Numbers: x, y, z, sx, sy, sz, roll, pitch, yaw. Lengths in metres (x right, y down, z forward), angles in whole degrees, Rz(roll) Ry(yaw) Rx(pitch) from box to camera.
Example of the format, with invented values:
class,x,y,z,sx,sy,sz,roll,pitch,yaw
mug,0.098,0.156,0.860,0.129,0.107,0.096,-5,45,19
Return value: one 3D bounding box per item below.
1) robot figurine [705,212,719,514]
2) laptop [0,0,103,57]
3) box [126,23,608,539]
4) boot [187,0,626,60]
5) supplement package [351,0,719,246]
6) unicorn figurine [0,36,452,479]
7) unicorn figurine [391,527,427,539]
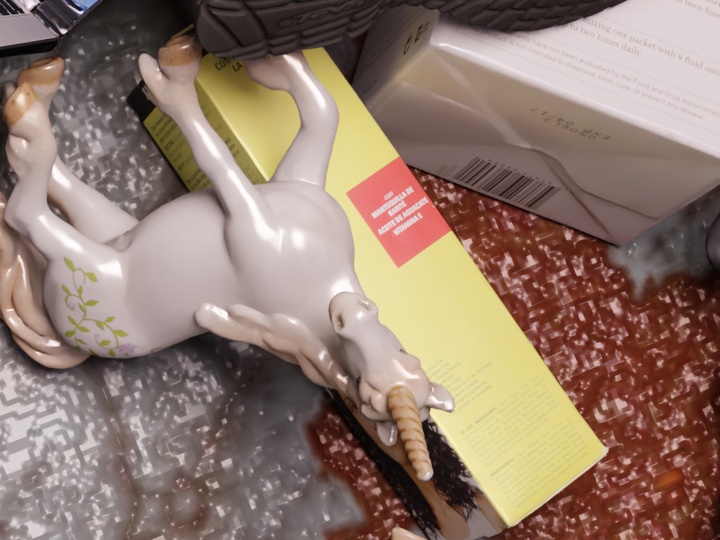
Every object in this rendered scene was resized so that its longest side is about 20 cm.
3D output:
class,x,y,z,sx,sy,sz,roll,pitch,yaw
robot figurine,0.206,0.022,1.056,0.200,0.124,0.150,-57,140,-20
laptop,-0.133,-0.172,0.919,0.187,0.200,0.116,44,101,2
box,0.000,0.000,1.020,0.050,0.075,0.200,-34,88,-22
boot,0.016,-0.145,0.938,0.199,0.070,0.132,-7,64,-31
supplement package,0.087,-0.131,1.054,0.121,0.120,0.201,21,72,-11
unicorn figurine,-0.047,-0.008,0.953,0.074,0.199,0.138,-30,106,-41
unicorn figurine,0.008,0.159,0.980,0.199,0.074,0.138,28,81,-15
